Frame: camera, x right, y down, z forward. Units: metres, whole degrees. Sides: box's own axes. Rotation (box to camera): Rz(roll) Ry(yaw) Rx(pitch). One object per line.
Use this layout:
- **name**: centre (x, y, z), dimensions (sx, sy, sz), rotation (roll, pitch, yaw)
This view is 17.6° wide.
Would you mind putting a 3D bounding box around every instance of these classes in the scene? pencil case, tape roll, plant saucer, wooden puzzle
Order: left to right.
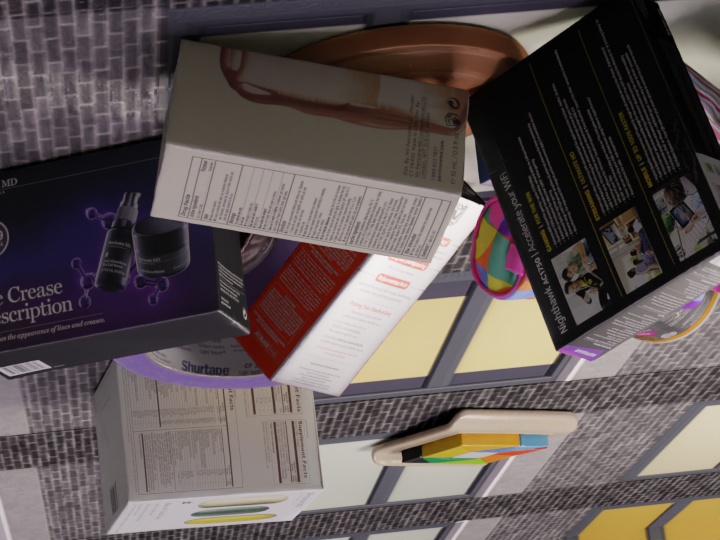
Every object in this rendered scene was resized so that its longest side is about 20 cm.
- **tape roll**: centre (-0.113, 0.030, 1.963), dimensions (0.198, 0.086, 0.200), rotation (1, 160, 0)
- **plant saucer**: centre (0.023, -0.121, 1.649), dimensions (0.199, 0.033, 0.200), rotation (-7, 164, -2)
- **wooden puzzle**: centre (0.138, 0.210, 2.825), dimensions (0.184, 0.038, 0.200), rotation (4, 160, -32)
- **pencil case**: centre (0.182, -0.014, 1.780), dimensions (0.199, 0.089, 0.088), rotation (2, 162, -29)

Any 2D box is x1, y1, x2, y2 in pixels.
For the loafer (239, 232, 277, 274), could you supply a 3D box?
- **loafer**: centre (-0.152, -0.023, 1.830), dimensions (0.199, 0.074, 0.071), rotation (-17, 162, 30)

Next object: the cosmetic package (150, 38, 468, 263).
- **cosmetic package**: centre (-0.035, -0.079, 1.567), dimensions (0.198, 0.088, 0.104), rotation (10, 151, -8)

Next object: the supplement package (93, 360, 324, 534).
- **supplement package**: centre (-0.156, 0.173, 2.359), dimensions (0.198, 0.152, 0.152), rotation (-3, 163, -16)

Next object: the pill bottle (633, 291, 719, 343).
- **pill bottle**: centre (0.224, -0.011, 1.962), dimensions (0.116, 0.117, 0.200), rotation (-14, 162, 24)

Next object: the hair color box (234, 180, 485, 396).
- **hair color box**: centre (0.000, 0.000, 1.819), dimensions (0.200, 0.061, 0.101), rotation (-51, 148, 14)

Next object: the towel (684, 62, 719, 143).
- **towel**: centre (0.268, -0.066, 1.657), dimensions (0.030, 0.146, 0.200), rotation (-38, 135, -4)

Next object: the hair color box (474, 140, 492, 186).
- **hair color box**: centre (0.190, -0.095, 1.757), dimensions (0.199, 0.061, 0.100), rotation (7, 161, -40)

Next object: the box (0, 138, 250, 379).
- **box**: centre (-0.192, -0.010, 1.737), dimensions (0.198, 0.142, 0.079), rotation (-11, 161, 13)

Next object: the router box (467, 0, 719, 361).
- **router box**: centre (0.165, -0.064, 1.554), dimensions (0.149, 0.201, 0.051), rotation (-33, 153, 28)
